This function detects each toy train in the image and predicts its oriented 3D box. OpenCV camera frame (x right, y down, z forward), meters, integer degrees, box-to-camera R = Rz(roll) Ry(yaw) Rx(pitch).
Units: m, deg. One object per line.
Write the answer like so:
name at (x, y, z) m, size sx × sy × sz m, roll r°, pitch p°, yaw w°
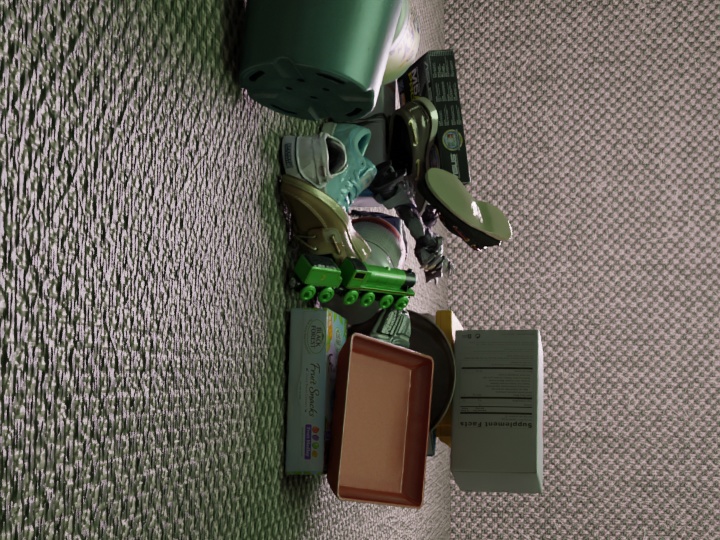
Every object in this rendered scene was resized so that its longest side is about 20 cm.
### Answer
toy train at (-0.005, 0.013, 1.536) m, size 0.042 × 0.199 × 0.057 m, roll 49°, pitch -60°, yaw 41°

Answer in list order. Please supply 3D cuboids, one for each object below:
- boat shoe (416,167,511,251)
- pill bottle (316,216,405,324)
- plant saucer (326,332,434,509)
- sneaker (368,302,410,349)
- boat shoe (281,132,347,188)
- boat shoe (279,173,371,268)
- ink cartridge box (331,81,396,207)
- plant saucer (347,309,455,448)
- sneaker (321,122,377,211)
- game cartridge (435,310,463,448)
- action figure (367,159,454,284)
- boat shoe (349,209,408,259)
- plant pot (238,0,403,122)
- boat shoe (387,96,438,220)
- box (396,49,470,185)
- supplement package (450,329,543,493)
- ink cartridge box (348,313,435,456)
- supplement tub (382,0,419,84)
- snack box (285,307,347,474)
boat shoe at (0.141, -0.083, 1.749) m, size 0.201 × 0.063 × 0.074 m, roll 30°, pitch 45°, yaw -46°
pill bottle at (0.000, 0.000, 1.705) m, size 0.200 × 0.109 × 0.110 m, roll -64°, pitch 152°, yaw -70°
plant saucer at (0.022, 0.193, 1.529) m, size 0.200 × 0.036 × 0.201 m, roll 22°, pitch 70°, yaw -54°
sneaker at (-0.009, 0.134, 1.629) m, size 0.075 × 0.115 × 0.201 m, roll 24°, pitch 78°, yaw -48°
boat shoe at (-0.048, -0.139, 1.552) m, size 0.200 × 0.065 × 0.074 m, roll -33°, pitch 117°, yaw -79°
boat shoe at (-0.050, -0.047, 1.510) m, size 0.065 × 0.071 × 0.200 m, roll -54°, pitch 141°, yaw -11°
ink cartridge box at (0.008, -0.204, 1.854) m, size 0.145 × 0.083 × 0.202 m, roll 13°, pitch 76°, yaw -79°
plant saucer at (0.042, 0.152, 1.664) m, size 0.032 × 0.199 × 0.202 m, roll 33°, pitch 55°, yaw -59°
sneaker at (-0.020, -0.127, 1.684) m, size 0.074 × 0.081 × 0.201 m, roll 71°, pitch 20°, yaw -59°
game cartridge at (0.130, 0.162, 1.755) m, size 0.200 × 0.032 × 0.178 m, roll 49°, pitch 41°, yaw -72°
action figure at (0.083, -0.064, 1.749) m, size 0.200 × 0.069 × 0.130 m, roll 53°, pitch 9°, yaw -28°
boat shoe at (0.030, 0.002, 1.940) m, size 0.075 × 0.092 × 0.202 m, roll -31°, pitch 120°, yaw -79°
plant pot at (-0.040, -0.276, 1.293) m, size 0.200 × 0.199 × 0.198 m, roll 60°, pitch 37°, yaw -71°
boat shoe at (0.068, -0.157, 1.786) m, size 0.059 × 0.072 × 0.201 m, roll -23°, pitch 136°, yaw -34°
box at (0.108, -0.216, 1.837) m, size 0.160 × 0.044 × 0.202 m, roll 162°, pitch -78°, yaw -75°
supplement package at (0.191, 0.195, 1.669) m, size 0.121 × 0.119 × 0.201 m, roll 64°, pitch 27°, yaw -65°
ink cartridge box at (0.041, 0.167, 1.783) m, size 0.084 × 0.144 × 0.201 m, roll 78°, pitch 14°, yaw -46°
supplement tub at (0.006, -0.335, 1.672) m, size 0.200 × 0.144 × 0.146 m, roll 18°, pitch 71°, yaw -80°
snack box at (-0.054, 0.154, 1.528) m, size 0.142 × 0.053 × 0.202 m, roll 45°, pitch 46°, yaw -78°
